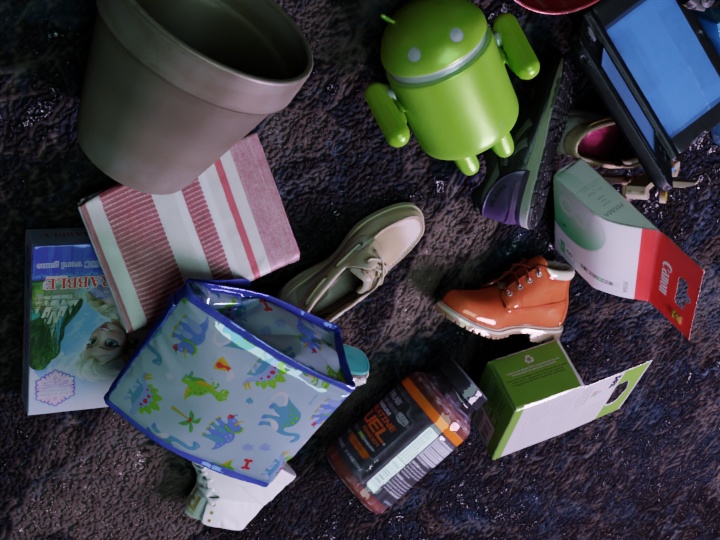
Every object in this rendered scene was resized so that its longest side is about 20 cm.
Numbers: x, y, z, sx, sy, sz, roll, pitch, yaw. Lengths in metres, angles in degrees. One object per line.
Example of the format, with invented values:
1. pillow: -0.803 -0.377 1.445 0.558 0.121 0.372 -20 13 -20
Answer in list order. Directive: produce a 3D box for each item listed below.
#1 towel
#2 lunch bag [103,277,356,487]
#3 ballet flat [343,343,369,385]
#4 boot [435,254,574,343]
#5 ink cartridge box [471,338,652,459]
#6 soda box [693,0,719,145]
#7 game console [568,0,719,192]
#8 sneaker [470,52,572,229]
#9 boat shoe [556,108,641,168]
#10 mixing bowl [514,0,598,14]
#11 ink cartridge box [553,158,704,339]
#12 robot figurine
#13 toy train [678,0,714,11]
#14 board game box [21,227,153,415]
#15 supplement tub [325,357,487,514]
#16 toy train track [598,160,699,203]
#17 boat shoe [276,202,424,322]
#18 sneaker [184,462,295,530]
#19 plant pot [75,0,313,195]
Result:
1. towel: -0.170 -0.040 1.113 0.199 0.023 0.145 -24 106 -21
2. lunch bag: -0.137 0.107 1.126 0.200 0.128 0.170 24 116 -30
3. ballet flat: -0.078 0.103 1.261 0.200 0.072 0.072 24 105 -33
4. boot: 0.180 0.027 1.342 0.199 0.075 0.108 4 113 -37
5. ink cartridge box: 0.252 0.152 1.410 0.199 0.076 0.148 -17 150 -17
6. soda box: 0.454 -0.238 1.326 0.068 0.064 0.200 -32 126 -7
7. game console: 0.329 -0.216 1.207 0.116 0.176 0.200 -30 103 24
8. sneaker: 0.177 -0.153 1.231 0.076 0.087 0.201 28 78 -68
9. boat shoe: 0.314 -0.150 1.303 0.199 0.069 0.074 -4 119 -24
10. mixing bowl: 0.184 -0.368 1.088 0.199 0.108 0.201 -13 123 -20
11. ink cartridge box: 0.301 -0.014 1.266 0.050 0.200 0.161 -32 149 -10
12. robot figurine: 0.092 -0.197 1.137 0.175 0.116 0.200 -26 127 4
13. toy train: 0.391 -0.389 1.212 0.046 0.034 0.201 7 104 -25
14. board game box: -0.251 0.050 1.155 0.199 0.041 0.200 -4 119 -25
15. supplement tub: 0.061 0.198 1.356 0.200 0.107 0.107 -42 127 0
16. toy train track: 0.346 -0.101 1.298 0.200 0.114 0.033 -28 121 -60
17. boat shoe: 0.000 0.000 1.231 0.200 0.065 0.072 -36 126 -12
18. sneaker: -0.176 0.240 1.283 0.116 0.074 0.200 -49 128 2
19. plant pot: -0.171 -0.171 0.995 0.199 0.200 0.174 17 126 -33
